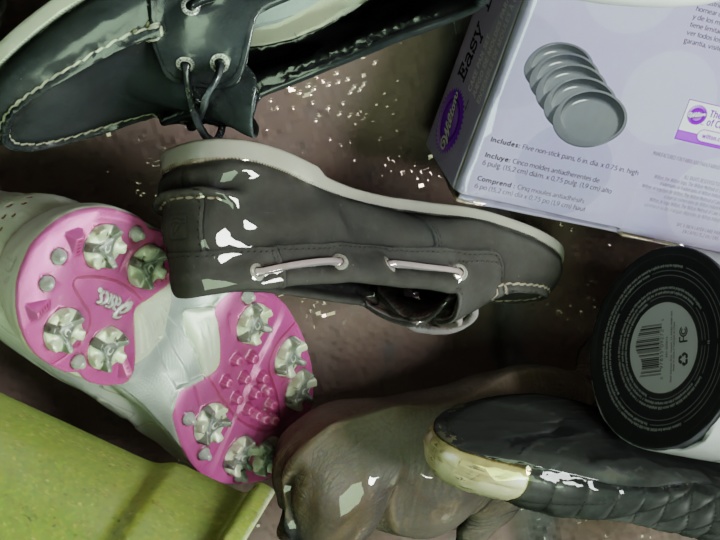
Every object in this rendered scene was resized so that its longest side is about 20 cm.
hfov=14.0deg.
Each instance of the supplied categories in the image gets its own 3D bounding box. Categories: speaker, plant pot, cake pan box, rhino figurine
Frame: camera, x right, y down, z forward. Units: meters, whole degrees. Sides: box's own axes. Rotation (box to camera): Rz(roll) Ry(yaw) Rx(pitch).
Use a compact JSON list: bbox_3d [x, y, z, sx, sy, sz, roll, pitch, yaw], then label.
[{"bbox_3d":[0.187,0.044,1.166,0.199,0.081,0.081,11,118,-41],"label":"speaker"},{"bbox_3d":[-0.161,0.115,1.078,0.184,0.200,0.201,34,109,0],"label":"plant pot"},{"bbox_3d":[0.146,-0.099,1.116,0.199,0.052,0.185,10,115,-20],"label":"cake pan box"},{"bbox_3d":[0.046,0.077,1.182,0.199,0.060,0.088,-14,130,-29],"label":"rhino figurine"}]

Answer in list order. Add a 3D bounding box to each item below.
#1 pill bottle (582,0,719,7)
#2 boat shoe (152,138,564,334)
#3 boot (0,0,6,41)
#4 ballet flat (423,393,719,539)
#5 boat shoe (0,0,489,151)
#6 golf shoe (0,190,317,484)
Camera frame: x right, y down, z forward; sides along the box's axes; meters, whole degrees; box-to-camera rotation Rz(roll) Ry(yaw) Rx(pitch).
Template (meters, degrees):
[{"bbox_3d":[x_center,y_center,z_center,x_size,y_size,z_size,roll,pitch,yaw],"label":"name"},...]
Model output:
[{"bbox_3d":[0.092,-0.195,0.970,0.109,0.109,0.201,1,109,-16],"label":"pill bottle"},{"bbox_3d":[0.000,0.000,1.105,0.199,0.057,0.067,15,161,-43],"label":"boat shoe"},{"bbox_3d":[-0.133,-0.134,1.026,0.199,0.069,0.175,-3,127,-12],"label":"boot"},{"bbox_3d":[0.101,0.088,1.146,0.199,0.066,0.057,13,115,-40],"label":"ballet flat"},{"bbox_3d":[-0.043,-0.081,1.052,0.199,0.066,0.075,-23,158,-13],"label":"boat shoe"},{"bbox_3d":[-0.088,0.019,1.123,0.076,0.091,0.200,-59,142,-10],"label":"golf shoe"}]
